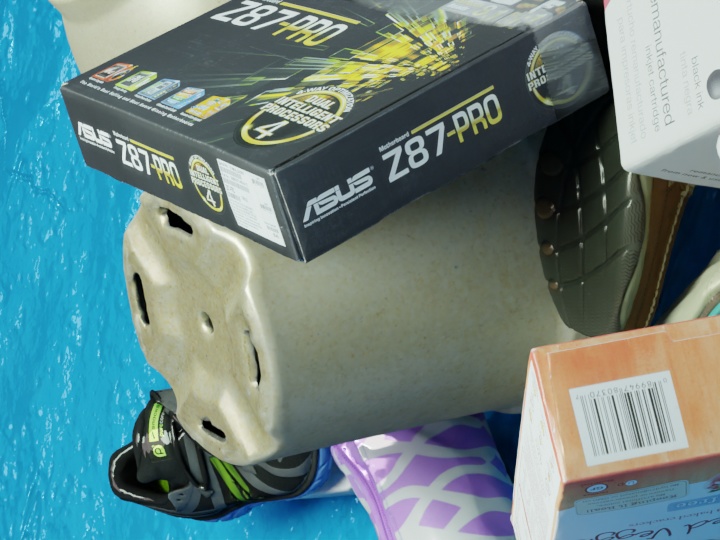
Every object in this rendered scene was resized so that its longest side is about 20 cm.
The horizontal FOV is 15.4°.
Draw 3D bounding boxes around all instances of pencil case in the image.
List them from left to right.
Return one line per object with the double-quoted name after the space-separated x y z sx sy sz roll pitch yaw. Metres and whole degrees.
0.046 0.152 1.284 0.084 0.085 0.200 111 148 -47 "pencil case"

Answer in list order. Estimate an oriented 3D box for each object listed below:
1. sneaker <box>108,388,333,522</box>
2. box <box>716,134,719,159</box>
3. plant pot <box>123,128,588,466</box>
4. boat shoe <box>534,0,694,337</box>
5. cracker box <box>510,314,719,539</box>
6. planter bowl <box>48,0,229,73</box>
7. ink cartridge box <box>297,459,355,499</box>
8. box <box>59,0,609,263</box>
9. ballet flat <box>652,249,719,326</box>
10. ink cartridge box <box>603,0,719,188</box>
-0.074 0.091 1.402 0.200 0.083 0.071 -35 57 55 "sneaker"
0.264 -0.020 0.848 0.200 0.199 0.171 -49 47 41 "box"
0.000 0.000 1.227 0.200 0.183 0.200 40 140 44 "plant pot"
0.126 -0.069 1.135 0.076 0.074 0.200 28 116 56 "boat shoe"
0.131 0.079 1.034 0.200 0.134 0.058 87 172 -67 "cracker box"
-0.083 -0.154 1.412 0.200 0.135 0.200 -36 34 30 "planter bowl"
-0.041 0.047 1.473 0.200 0.057 0.163 -11 77 52 "ink cartridge box"
-0.015 -0.077 1.142 0.200 0.161 0.049 24 137 57 "box"
0.140 0.049 1.178 0.200 0.069 0.069 -52 45 39 "ballet flat"
0.181 -0.129 0.995 0.200 0.083 0.147 -28 62 54 "ink cartridge box"
